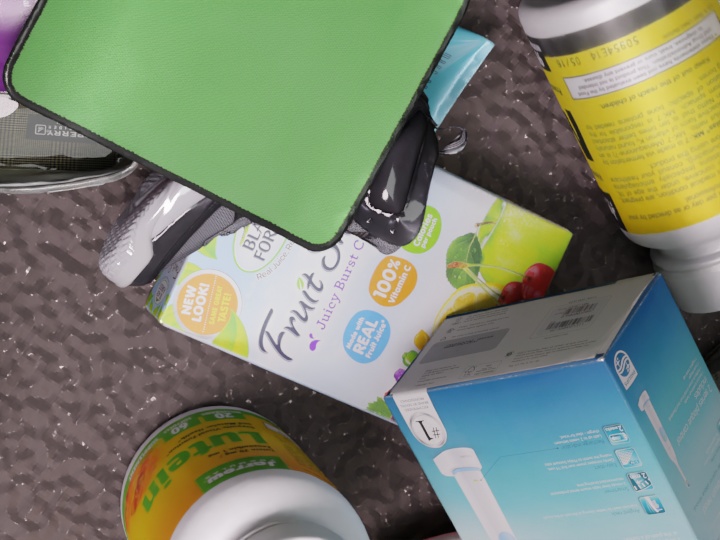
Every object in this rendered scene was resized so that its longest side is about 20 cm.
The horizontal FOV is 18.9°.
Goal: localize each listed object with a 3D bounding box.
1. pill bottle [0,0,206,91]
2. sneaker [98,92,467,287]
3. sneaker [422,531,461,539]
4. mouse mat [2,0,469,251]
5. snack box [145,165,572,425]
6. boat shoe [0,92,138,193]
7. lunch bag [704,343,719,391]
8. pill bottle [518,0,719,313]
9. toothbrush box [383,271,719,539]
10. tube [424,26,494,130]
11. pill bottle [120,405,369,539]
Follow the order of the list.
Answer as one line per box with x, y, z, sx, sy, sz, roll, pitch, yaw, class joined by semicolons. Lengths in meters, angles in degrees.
-0.174;-0.145;1.078;0.199;0.112;0.113;3;101;-2;pill bottle
-0.034;-0.038;1.128;0.200;0.075;0.114;-43;104;-6;sneaker
0.048;0.239;1.273;0.104;0.075;0.201;-7;121;10;sneaker
-0.056;-0.115;1.054;0.200;0.008;0.161;27;95;-28;mouse mat
0.000;0.000;1.212;0.199;0.053;0.143;25;92;-19;snack box
-0.209;-0.077;1.125;0.199;0.071;0.072;-2;103;-15;boat shoe
0.259;0.138;1.274;0.200;0.139;0.168;57;42;-19;lunch bag
0.179;-0.084;1.216;0.114;0.114;0.201;-30;108;-8;pill bottle
0.128;0.116;1.162;0.085;0.146;0.200;-48;115;-46;toothbrush box
-0.027;-0.140;1.183;0.200;0.050;0.078;28;112;-23;tube
-0.057;0.149;1.149;0.111;0.200;0.112;-3;102;-16;pill bottle
